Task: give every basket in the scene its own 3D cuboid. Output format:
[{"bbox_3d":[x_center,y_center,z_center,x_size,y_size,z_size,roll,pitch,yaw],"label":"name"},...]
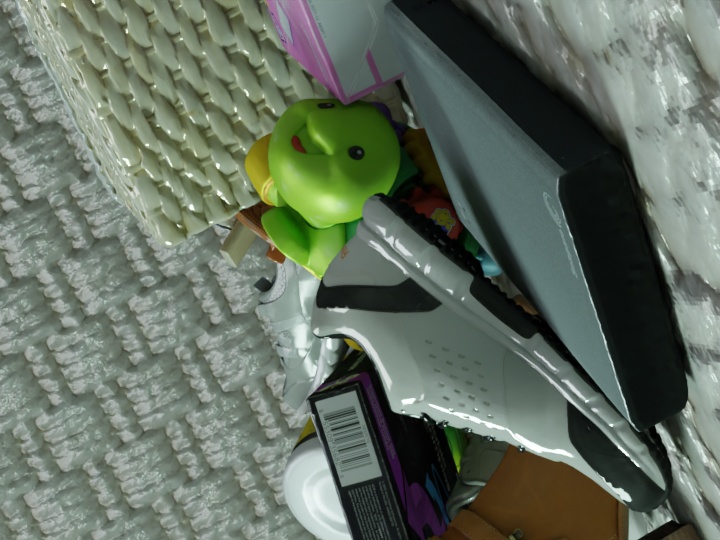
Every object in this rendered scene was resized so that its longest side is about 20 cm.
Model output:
[{"bbox_3d":[-0.101,-0.146,1.013,0.200,0.198,0.161,67,171,-26],"label":"basket"}]

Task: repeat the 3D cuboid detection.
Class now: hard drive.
[{"bbox_3d":[0.077,-0.035,0.708,0.200,0.033,0.140,55,170,55],"label":"hard drive"}]

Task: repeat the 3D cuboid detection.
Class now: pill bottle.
[{"bbox_3d":[0.017,0.126,1.286,0.111,0.111,0.200,66,-150,-25],"label":"pill bottle"}]

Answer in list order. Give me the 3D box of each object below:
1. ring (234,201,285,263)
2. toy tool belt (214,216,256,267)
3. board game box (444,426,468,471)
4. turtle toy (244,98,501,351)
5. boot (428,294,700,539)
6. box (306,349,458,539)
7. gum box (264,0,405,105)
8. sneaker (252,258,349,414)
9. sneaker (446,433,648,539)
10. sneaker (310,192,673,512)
[{"bbox_3d":[0.000,0.000,1.045,0.200,0.019,0.200,25,-171,-4],"label":"ring"},{"bbox_3d":[-0.077,-0.063,1.269,0.200,0.125,0.123,4,-91,-77],"label":"toy tool belt"},{"bbox_3d":[0.070,0.147,1.092,0.102,0.048,0.200,-55,-44,-61],"label":"board game box"},{"bbox_3d":[0.010,-0.036,0.861,0.200,0.101,0.146,18,-144,-57],"label":"turtle toy"},{"bbox_3d":[0.078,0.125,0.812,0.200,0.154,0.074,61,174,17],"label":"boot"},{"bbox_3d":[0.023,0.117,0.916,0.200,0.036,0.143,-43,-65,-79],"label":"box"},{"bbox_3d":[-0.033,-0.198,0.788,0.200,0.066,0.114,67,172,-29],"label":"gum box"},{"bbox_3d":[-0.045,0.029,1.225,0.075,0.082,0.200,-61,-13,-48],"label":"sneaker"},{"bbox_3d":[0.088,0.110,0.943,0.078,0.099,0.200,66,174,-31],"label":"sneaker"},{"bbox_3d":[0.062,0.052,0.751,0.200,0.080,0.074,40,-171,8],"label":"sneaker"}]
